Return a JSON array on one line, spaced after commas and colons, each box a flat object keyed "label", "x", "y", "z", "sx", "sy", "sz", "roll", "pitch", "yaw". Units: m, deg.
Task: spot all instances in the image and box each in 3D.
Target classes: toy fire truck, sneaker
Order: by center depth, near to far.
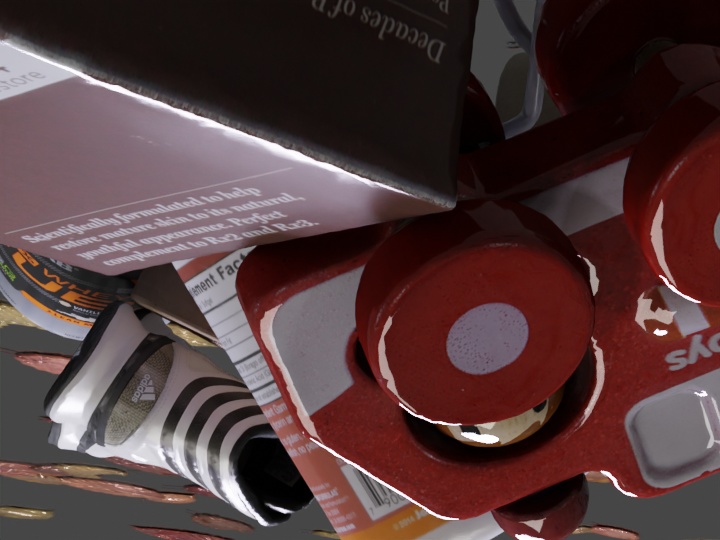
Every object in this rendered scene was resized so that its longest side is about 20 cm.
[{"label": "toy fire truck", "x": 0.073, "y": 0.010, "z": 0.770, "sx": 0.200, "sy": 0.112, "sz": 0.168, "roll": -24, "pitch": 127, "yaw": 0}, {"label": "sneaker", "x": -0.072, "y": 0.075, "z": 1.113, "sx": 0.115, "sy": 0.076, "sz": 0.201, "roll": 33, "pitch": 176, "yaw": 2}]

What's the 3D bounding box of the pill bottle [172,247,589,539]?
[{"label": "pill bottle", "x": 0.000, "y": 0.000, "z": 0.901, "sx": 0.112, "sy": 0.200, "sz": 0.112, "roll": -31, "pitch": -179, "yaw": 1}]

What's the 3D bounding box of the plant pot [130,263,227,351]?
[{"label": "plant pot", "x": 0.013, "y": 0.018, "z": 1.058, "sx": 0.201, "sy": 0.093, "sz": 0.201, "roll": 28, "pitch": 176, "yaw": 2}]

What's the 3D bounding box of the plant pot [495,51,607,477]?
[{"label": "plant pot", "x": 0.181, "y": -0.025, "z": 1.046, "sx": 0.200, "sy": 0.187, "sz": 0.187, "roll": -14, "pitch": 158, "yaw": 20}]

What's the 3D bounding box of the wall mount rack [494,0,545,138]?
[{"label": "wall mount rack", "x": 0.080, "y": -0.084, "z": 0.875, "sx": 0.075, "sy": 0.200, "sz": 0.174, "roll": -21, "pitch": 133, "yaw": -26}]

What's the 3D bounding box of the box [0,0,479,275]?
[{"label": "box", "x": -0.073, "y": -0.121, "z": 0.707, "sx": 0.164, "sy": 0.200, "sz": 0.166, "roll": 18, "pitch": 162, "yaw": -39}]

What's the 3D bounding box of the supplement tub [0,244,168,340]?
[{"label": "supplement tub", "x": -0.110, "y": -0.043, "z": 1.166, "sx": 0.122, "sy": 0.123, "sz": 0.200, "roll": 9, "pitch": 165, "yaw": -9}]
